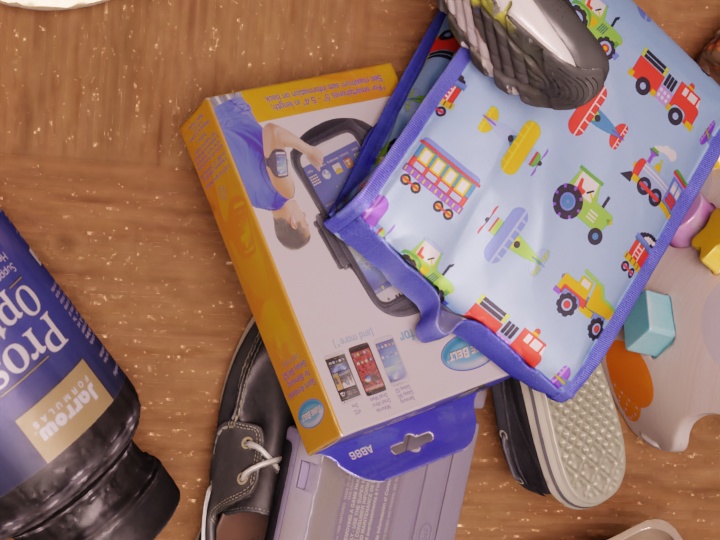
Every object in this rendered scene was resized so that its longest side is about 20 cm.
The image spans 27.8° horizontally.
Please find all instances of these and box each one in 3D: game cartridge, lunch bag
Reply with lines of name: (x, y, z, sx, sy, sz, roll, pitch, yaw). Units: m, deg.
game cartridge: (-0.001, 0.153, 0.783, 0.129, 0.038, 0.203, 8, 96, -43)
lunch bag: (0.083, -0.044, 0.731, 0.150, 0.094, 0.201, 39, 62, -16)

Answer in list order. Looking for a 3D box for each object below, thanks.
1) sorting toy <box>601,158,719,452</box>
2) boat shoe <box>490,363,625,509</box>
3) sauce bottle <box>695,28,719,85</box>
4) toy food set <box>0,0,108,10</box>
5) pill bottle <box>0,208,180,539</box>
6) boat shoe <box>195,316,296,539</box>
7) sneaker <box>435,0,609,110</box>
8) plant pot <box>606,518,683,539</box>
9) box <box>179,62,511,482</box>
sorting toy: (0.216, 0.006, 0.763, 0.107, 0.180, 0.200, 44, 88, -15)
boat shoe: (0.094, 0.031, 0.801, 0.074, 0.062, 0.203, -10, 86, -32)
sauce bottle: (0.274, -0.160, 0.808, 0.200, 0.066, 0.066, -43, 105, -11)
toy food set: (-0.152, -0.230, 0.712, 0.195, 0.049, 0.203, 1, 99, -13)
pill bottle: (-0.180, 0.059, 0.721, 0.111, 0.112, 0.201, -36, 105, -4)
boat shoe: (-0.047, 0.111, 0.783, 0.071, 0.068, 0.202, 14, 95, -12)
sneaker: (0.065, -0.164, 0.675, 0.084, 0.075, 0.201, -29, 65, -7)
plant pot: (0.131, 0.294, 0.780, 0.198, 0.201, 0.178, -25, 139, -8)
box: (0.000, 0.000, 0.728, 0.118, 0.041, 0.202, -16, 77, -36)
